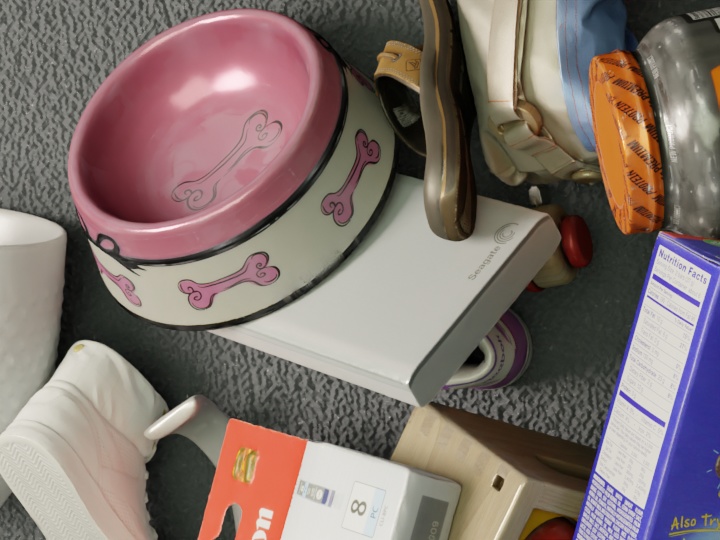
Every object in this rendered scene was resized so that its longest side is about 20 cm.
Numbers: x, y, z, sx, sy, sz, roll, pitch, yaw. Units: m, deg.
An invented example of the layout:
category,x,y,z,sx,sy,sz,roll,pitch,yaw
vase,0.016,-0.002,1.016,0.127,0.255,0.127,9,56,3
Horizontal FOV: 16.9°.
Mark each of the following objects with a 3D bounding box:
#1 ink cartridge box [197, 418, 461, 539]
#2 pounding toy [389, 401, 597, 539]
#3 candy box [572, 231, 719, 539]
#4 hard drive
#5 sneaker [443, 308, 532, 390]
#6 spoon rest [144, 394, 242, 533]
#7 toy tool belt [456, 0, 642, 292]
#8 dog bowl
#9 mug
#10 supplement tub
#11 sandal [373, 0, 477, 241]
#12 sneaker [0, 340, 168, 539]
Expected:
category,x,y,z,sx,sy,sz,roll,pitch,yaw
ink cartridge box,-0.044,0.171,1.345,0.199,0.047,0.161,12,86,47
pounding toy,0.114,0.177,1.358,0.142,0.199,0.185,35,103,48
candy box,0.213,0.091,1.272,0.168,0.077,0.202,9,104,-27
hard drive,0.000,0.000,1.375,0.199,0.027,0.132,17,58,44
sneaker,-0.003,0.020,1.419,0.199,0.114,0.073,14,97,17
spoon rest,-0.052,0.160,1.473,0.099,0.061,0.201,-33,95,16
toy tool belt,0.131,-0.096,1.373,0.122,0.125,0.202,-11,89,25
dog bowl,-0.081,-0.067,1.404,0.199,0.074,0.201,-17,46,19
mug,-0.275,0.052,1.496,0.199,0.147,0.177,16,105,45
supplement tub,0.227,-0.084,1.281,0.198,0.123,0.124,-11,88,-2
sandal,0.035,-0.093,1.374,0.054,0.082,0.201,-9,48,10
sneaker,-0.140,0.138,1.481,0.073,0.116,0.201,-2,128,30
